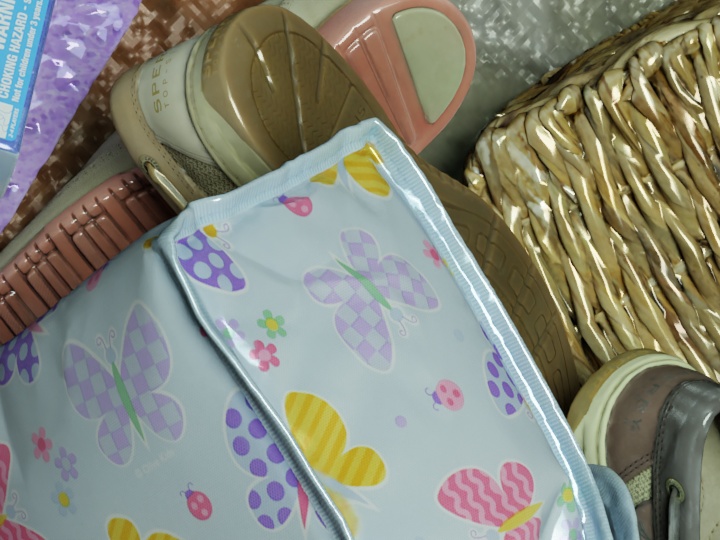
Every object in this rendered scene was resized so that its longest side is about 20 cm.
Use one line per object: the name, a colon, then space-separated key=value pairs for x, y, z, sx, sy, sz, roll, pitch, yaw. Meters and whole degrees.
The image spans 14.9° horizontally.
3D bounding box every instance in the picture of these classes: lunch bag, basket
lunch bag: x=-0.017 y=0.087 z=0.802 sx=0.127 sy=0.169 sz=0.201 roll=-26 pitch=82 yaw=-45
basket: x=0.124 y=0.013 z=0.983 sx=0.142 sy=0.149 sz=0.201 roll=-28 pitch=95 yaw=12

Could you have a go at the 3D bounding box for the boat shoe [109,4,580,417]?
boat shoe: x=0.000 y=0.000 z=0.879 sx=0.200 sy=0.064 sz=0.071 roll=51 pitch=43 yaw=-25

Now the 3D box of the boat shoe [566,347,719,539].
boat shoe: x=0.127 y=0.119 z=0.879 sx=0.073 sy=0.065 sz=0.201 roll=-36 pitch=111 yaw=-16

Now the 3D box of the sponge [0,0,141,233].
sponge: x=-0.153 y=-0.059 z=0.899 sx=0.111 sy=0.030 sz=0.201 roll=34 pitch=73 yaw=-14

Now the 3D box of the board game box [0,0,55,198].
board game box: x=-0.182 y=-0.143 z=0.856 sx=0.198 sy=0.041 sz=0.201 roll=14 pitch=67 yaw=-11

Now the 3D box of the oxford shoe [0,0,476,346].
oxford shoe: x=-0.054 y=-0.031 z=0.923 sx=0.199 sy=0.074 sz=0.071 roll=-35 pitch=126 yaw=-6
